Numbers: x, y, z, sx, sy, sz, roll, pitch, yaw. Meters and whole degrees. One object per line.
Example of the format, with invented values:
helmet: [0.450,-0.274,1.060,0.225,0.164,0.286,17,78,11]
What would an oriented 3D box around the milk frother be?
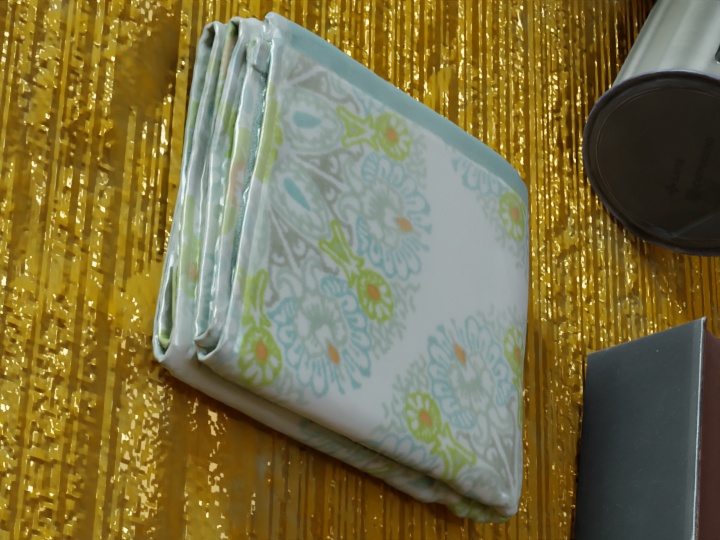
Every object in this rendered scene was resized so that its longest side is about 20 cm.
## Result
milk frother: [0.166,-0.145,1.091,0.200,0.181,0.188,19,44,11]

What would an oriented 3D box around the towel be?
towel: [0.000,0.000,0.882,0.200,0.048,0.171,29,55,-37]

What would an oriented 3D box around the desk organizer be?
desk organizer: [0.152,0.132,0.968,0.077,0.072,0.200,36,48,-35]
